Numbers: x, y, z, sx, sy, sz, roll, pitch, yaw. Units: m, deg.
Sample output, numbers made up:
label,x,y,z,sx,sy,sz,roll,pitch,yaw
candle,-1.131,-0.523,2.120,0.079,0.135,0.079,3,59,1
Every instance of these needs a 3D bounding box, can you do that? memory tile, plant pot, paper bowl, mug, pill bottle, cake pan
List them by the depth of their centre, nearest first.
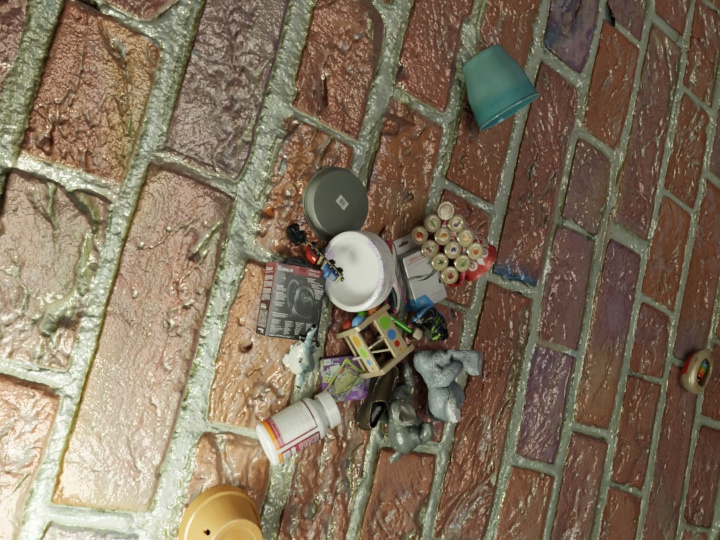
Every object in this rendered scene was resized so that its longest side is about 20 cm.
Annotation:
label,x,y,z,sx,sy,sz,roll,pitch,yaw
plant pot,-0.312,0.629,1.426,0.196,0.139,0.206,-1,92,-31
pill bottle,-0.153,0.390,1.524,0.197,0.109,0.112,-25,103,-23
paper bowl,0.000,0.000,1.573,0.104,0.196,0.207,-7,95,-58
cake pan,-0.058,-0.176,1.619,0.196,0.036,0.206,-1,91,-31
memory tile,0.244,-0.077,1.701,0.153,0.017,0.201,-41,106,1
mug,0.282,-0.068,1.764,0.199,0.132,0.180,41,43,-21
plant pot,0.398,-0.551,1.807,0.198,0.199,0.191,-29,90,-26

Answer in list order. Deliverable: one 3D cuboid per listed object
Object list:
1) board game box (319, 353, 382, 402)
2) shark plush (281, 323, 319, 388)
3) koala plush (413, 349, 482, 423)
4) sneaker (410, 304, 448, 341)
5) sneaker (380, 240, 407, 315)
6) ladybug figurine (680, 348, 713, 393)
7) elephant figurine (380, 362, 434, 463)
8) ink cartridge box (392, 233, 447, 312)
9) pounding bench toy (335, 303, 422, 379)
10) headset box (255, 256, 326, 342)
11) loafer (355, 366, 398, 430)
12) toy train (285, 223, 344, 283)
label,x,y,z,sx,sy,sz,roll,pitch,yaw
board game box,-0.021,0.291,1.657,0.196,0.032,0.124,0,88,-31
shark plush,-0.139,0.195,1.518,0.082,0.091,0.204,-18,132,-31
koala plush,0.235,0.330,1.724,0.179,0.177,0.206,4,79,-22
sneaker,0.204,0.154,1.716,0.199,0.070,0.084,30,31,-58
sneaker,0.084,0.017,1.692,0.074,0.079,0.206,-18,108,-43
ladybug figurine,1.358,0.402,2.459,0.136,0.071,0.201,49,69,-23
elephant figurine,0.110,0.392,1.697,0.139,0.155,0.203,-27,96,17
ink cartridge box,0.162,0.002,1.737,0.114,0.066,0.205,-24,103,-27
pounding bench toy,0.059,0.162,1.632,0.198,0.124,0.158,-34,95,-32
headset box,-0.172,0.070,1.534,0.146,0.077,0.206,10,85,-31
loafer,0.058,0.344,1.650,0.072,0.071,0.204,29,78,-28
toy train,-0.116,-0.042,1.536,0.200,0.034,0.046,45,40,8
